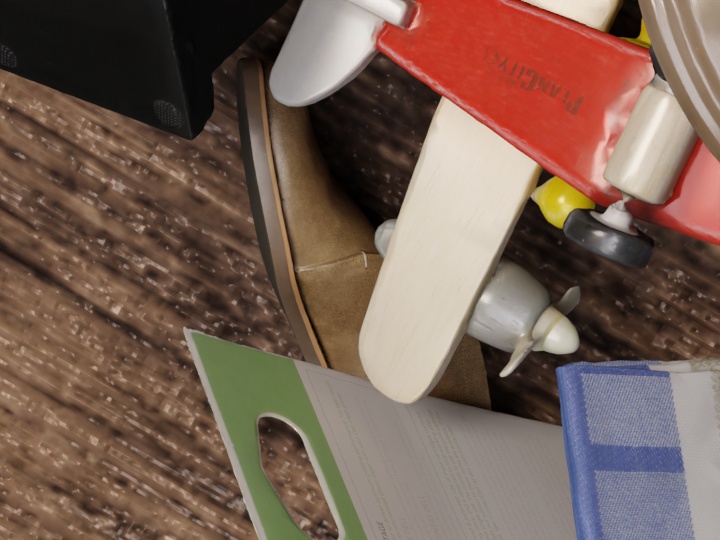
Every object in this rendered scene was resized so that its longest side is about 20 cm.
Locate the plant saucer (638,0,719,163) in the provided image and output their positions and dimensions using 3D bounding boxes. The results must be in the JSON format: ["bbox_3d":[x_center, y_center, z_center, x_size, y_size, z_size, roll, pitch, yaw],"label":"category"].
[{"bbox_3d":[0.172,-0.105,0.762,0.200,0.200,0.029,54,148,-13],"label":"plant saucer"}]

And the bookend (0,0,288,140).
[{"bbox_3d":[-0.048,-0.189,0.782,0.092,0.200,0.199,21,141,28],"label":"bookend"}]

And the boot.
[{"bbox_3d":[0.000,0.000,0.919,0.075,0.074,0.201,-16,117,3],"label":"boot"}]

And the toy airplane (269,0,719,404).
[{"bbox_3d":[0.070,-0.068,0.840,0.200,0.141,0.200,-23,72,32],"label":"toy airplane"}]

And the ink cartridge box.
[{"bbox_3d":[0.026,0.103,0.854,0.199,0.146,0.048,14,123,-32],"label":"ink cartridge box"}]

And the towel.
[{"bbox_3d":[0.172,0.098,0.851,0.199,0.147,0.024,1,151,-13],"label":"towel"}]
